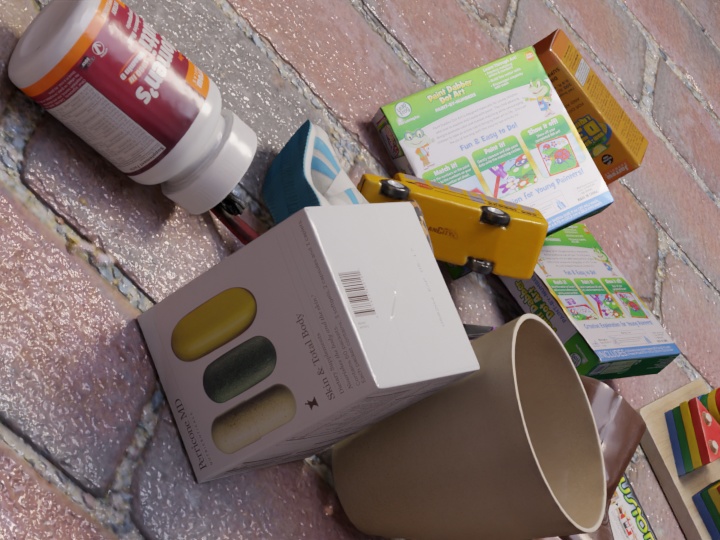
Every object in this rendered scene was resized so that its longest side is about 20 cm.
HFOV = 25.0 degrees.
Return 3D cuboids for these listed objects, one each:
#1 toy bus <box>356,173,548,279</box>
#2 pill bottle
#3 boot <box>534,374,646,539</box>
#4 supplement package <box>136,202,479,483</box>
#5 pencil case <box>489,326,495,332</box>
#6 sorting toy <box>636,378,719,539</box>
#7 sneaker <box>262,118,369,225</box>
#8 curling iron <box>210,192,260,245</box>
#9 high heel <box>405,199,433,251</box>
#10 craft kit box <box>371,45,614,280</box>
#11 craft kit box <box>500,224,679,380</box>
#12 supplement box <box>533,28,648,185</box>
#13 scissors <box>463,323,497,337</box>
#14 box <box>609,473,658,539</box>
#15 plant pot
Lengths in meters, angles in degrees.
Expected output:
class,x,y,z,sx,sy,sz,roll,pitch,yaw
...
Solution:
class,x,y,z,sx,sy,sz,roll,pitch,yaw
toy bus,0.087,-0.048,1.633,0.198,0.066,0.078,14,18,-12
pill bottle,-0.187,-0.142,1.359,0.200,0.109,0.110,40,38,-27
boot,0.240,0.212,1.514,0.186,0.064,0.201,35,54,-13
supplement package,-0.043,0.058,1.312,0.150,0.199,0.153,-6,69,-54
pencil case,0.125,0.126,1.602,0.085,0.084,0.200,29,29,14
sorting toy,0.428,0.229,1.932,0.200,0.069,0.200,-14,76,-56
sneaker,-0.036,-0.064,1.503,0.080,0.077,0.201,28,28,-28
curling iron,-0.077,-0.009,1.430,0.200,0.026,0.050,48,-11,6
high heel,0.000,0.000,1.503,0.142,0.071,0.201,35,60,-41
craft kit box,0.142,-0.118,1.741,0.199,0.049,0.199,-23,83,-20
craft kit box,0.246,0.032,1.816,0.199,0.048,0.198,1,52,-54
supplement box,0.285,-0.208,2.084,0.200,0.066,0.069,48,35,-17
scissors,0.091,0.067,1.660,0.199,0.014,0.074,23,45,-44
box,0.245,0.261,1.573,0.110,0.035,0.201,-12,75,-56
plant pot,0.083,0.158,1.390,0.187,0.199,0.188,48,31,-42
